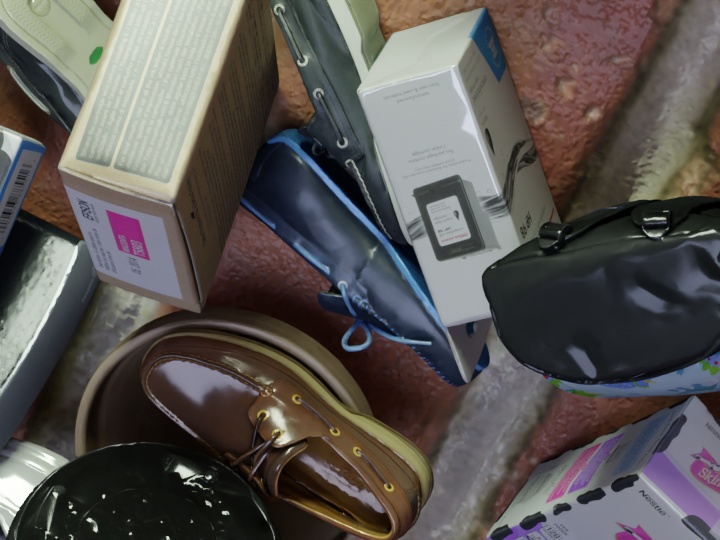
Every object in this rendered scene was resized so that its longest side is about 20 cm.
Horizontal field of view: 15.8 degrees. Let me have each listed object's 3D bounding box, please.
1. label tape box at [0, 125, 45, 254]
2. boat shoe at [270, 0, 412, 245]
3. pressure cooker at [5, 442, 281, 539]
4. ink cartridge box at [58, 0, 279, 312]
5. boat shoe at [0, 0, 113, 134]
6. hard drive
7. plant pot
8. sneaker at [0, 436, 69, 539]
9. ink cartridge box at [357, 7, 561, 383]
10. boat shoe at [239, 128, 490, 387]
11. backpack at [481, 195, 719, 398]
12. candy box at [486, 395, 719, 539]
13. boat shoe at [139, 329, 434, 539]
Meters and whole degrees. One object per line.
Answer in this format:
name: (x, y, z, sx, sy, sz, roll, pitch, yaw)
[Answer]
label tape box: (-0.320, -0.052, 1.629, 0.200, 0.063, 0.144, 22, 92, 7)
boat shoe: (-0.012, -0.105, 1.608, 0.066, 0.075, 0.200, -14, 109, 21)
pressure cooker: (-0.140, 0.228, 1.613, 0.176, 0.179, 0.200, 12, 139, 3)
ink cartridge box: (-0.109, -0.087, 1.540, 0.075, 0.200, 0.165, 17, 72, 6)
boat shoe: (-0.171, -0.116, 1.658, 0.200, 0.072, 0.068, 49, 151, -17)
hard drive: (-0.265, 0.041, 1.675, 0.135, 0.200, 0.042, 27, 162, 9)
plant pot: (-0.080, 0.105, 1.706, 0.201, 0.093, 0.201, 5, 115, 11)
sneaker: (-0.285, 0.139, 1.695, 0.200, 0.089, 0.075, 14, 133, 20)
ink cartridge box: (0.071, -0.046, 1.591, 0.067, 0.116, 0.200, -15, 110, 18)
boat shoe: (0.000, 0.000, 1.655, 0.069, 0.084, 0.200, -42, 83, 15)
backpack: (0.187, 0.015, 1.543, 0.163, 0.200, 0.154, -10, 104, 24)
candy box: (0.199, 0.180, 1.629, 0.168, 0.072, 0.200, 44, 150, -7)
boat shoe: (-0.049, 0.104, 1.609, 0.200, 0.068, 0.072, 30, 116, -1)
